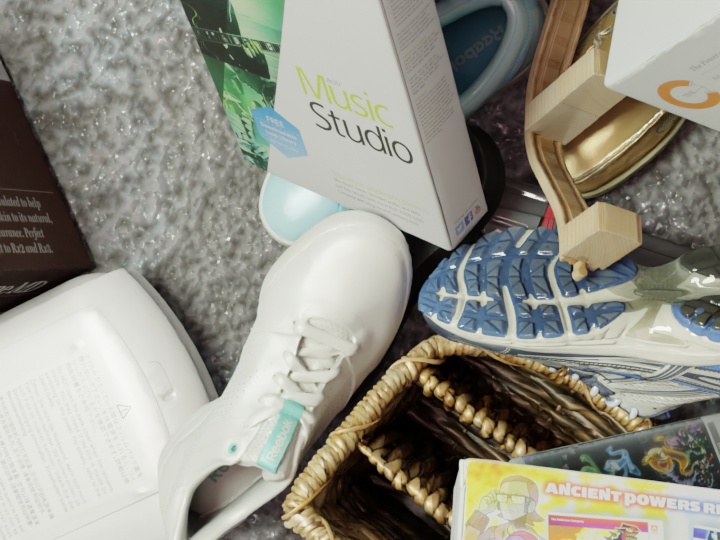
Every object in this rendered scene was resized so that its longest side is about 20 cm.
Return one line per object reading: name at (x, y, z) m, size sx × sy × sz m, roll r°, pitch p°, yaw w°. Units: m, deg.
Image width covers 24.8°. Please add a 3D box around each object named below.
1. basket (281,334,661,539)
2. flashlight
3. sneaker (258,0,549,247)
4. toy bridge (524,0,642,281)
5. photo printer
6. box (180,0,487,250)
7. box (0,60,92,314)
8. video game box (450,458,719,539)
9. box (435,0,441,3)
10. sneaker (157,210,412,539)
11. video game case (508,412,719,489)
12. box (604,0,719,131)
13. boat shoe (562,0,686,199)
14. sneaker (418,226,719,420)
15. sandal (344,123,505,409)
basket at (0.088, 0.120, 0.831) m, size 0.200 × 0.149 × 0.143 m, roll 39°, pitch 100°, yaw 12°
flashlight at (0.157, 0.012, 0.858) m, size 0.200 × 0.068 × 0.068 m, roll 19°, pitch 104°, yaw 8°
sneaker at (0.014, -0.088, 0.881) m, size 0.200 × 0.082 × 0.074 m, roll -44°, pitch 80°, yaw 11°
toy bridge at (0.108, -0.084, 0.818) m, size 0.027 × 0.067 × 0.200 m, roll 17°, pitch 60°, yaw -23°
photo printer at (-0.175, 0.101, 0.939) m, size 0.200 × 0.069 × 0.167 m, roll -26°, pitch 86°, yaw 13°
box at (-0.022, -0.107, 0.775) m, size 0.144 × 0.200 × 0.036 m, roll 24°, pitch 59°, yaw 34°
box at (-0.296, -0.030, 0.920) m, size 0.200 × 0.166 × 0.164 m, roll -26°, pitch 83°, yaw 14°
video game box at (0.133, 0.183, 0.713) m, size 0.200 × 0.047 × 0.183 m, roll 8°, pitch 62°, yaw -2°
box at (0.043, -0.202, 0.865) m, size 0.200 × 0.095 × 0.103 m, roll -27°, pitch 85°, yaw 14°
sneaker at (-0.036, 0.065, 0.822) m, size 0.075 × 0.089 × 0.200 m, roll 29°, pitch 109°, yaw -12°
video game case at (0.182, 0.163, 0.768) m, size 0.181 × 0.023 × 0.200 m, roll -11°, pitch 63°, yaw -12°
box at (0.233, -0.112, 0.748) m, size 0.200 × 0.124 × 0.098 m, roll 18°, pitch 71°, yaw -18°
boat shoe at (0.155, -0.123, 0.846) m, size 0.072 × 0.076 × 0.200 m, roll 37°, pitch 100°, yaw 11°
sneaker at (0.125, 0.037, 0.802) m, size 0.200 × 0.077 × 0.085 m, roll 6°, pitch 135°, yaw 19°
sandal at (0.000, -0.001, 0.876) m, size 0.201 × 0.048 × 0.075 m, roll -55°, pitch 47°, yaw 28°
